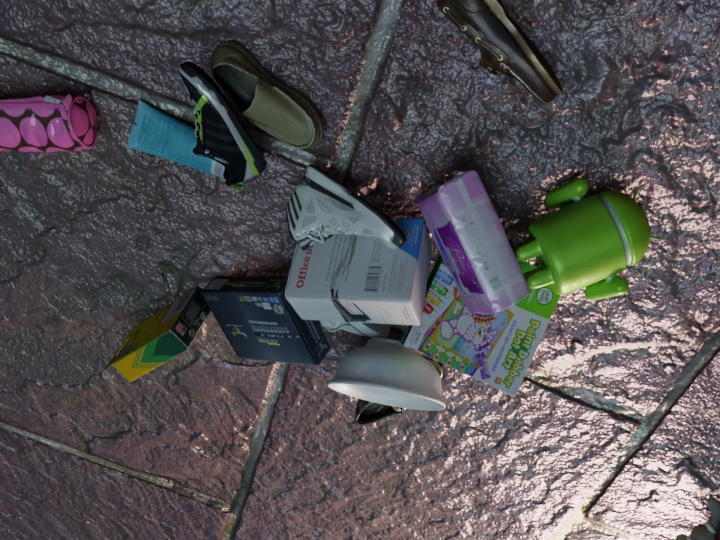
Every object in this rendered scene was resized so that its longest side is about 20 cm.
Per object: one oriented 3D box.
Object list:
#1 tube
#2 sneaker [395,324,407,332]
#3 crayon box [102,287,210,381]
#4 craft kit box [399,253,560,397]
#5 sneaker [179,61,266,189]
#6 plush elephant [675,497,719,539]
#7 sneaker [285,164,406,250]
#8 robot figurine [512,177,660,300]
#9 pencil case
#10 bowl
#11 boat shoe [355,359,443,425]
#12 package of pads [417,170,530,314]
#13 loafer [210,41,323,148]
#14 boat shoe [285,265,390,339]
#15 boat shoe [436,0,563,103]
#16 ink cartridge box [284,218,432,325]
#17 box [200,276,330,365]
[{"bbox_3d":[-0.265,-0.192,1.140,0.199,0.050,0.078,22,104,1],"label":"tube"},{"bbox_3d":[0.085,0.070,1.200,0.067,0.090,0.200,-47,111,-2],"label":"sneaker"},{"bbox_3d":[-0.368,0.123,1.334,0.199,0.127,0.051,-28,114,30],"label":"crayon box"},{"bbox_3d":[0.191,0.066,1.146,0.196,0.049,0.201,24,90,-7],"label":"craft kit box"},{"bbox_3d":[-0.210,-0.197,1.042,0.083,0.072,0.200,-33,125,0],"label":"sneaker"},{"bbox_3d":[0.679,0.495,1.339,0.154,0.164,0.201,22,98,42],"label":"plush elephant"},{"bbox_3d":[-0.031,-0.062,1.098,0.200,0.076,0.116,36,95,25],"label":"sneaker"},{"bbox_3d":[0.319,-0.040,1.044,0.199,0.116,0.177,-24,88,4],"label":"robot figurine"},{"bbox_3d":[-0.517,-0.235,1.146,0.198,0.091,0.094,-1,159,12],"label":"pencil case"},{"bbox_3d":[0.050,0.169,1.226,0.199,0.091,0.201,11,163,3],"label":"bowl"},{"bbox_3d":[0.069,0.231,1.340,0.073,0.065,0.200,42,123,-16],"label":"boat shoe"},{"bbox_3d":[0.161,-0.038,1.057,0.075,0.120,0.201,-26,92,-10],"label":"package of pads"},{"bbox_3d":[-0.142,-0.242,1.061,0.200,0.068,0.076,38,127,-11],"label":"loafer"},{"bbox_3d":[-0.049,0.072,1.254,0.201,0.075,0.086,31,125,-6],"label":"boat shoe"},{"bbox_3d":[0.181,-0.292,0.949,0.070,0.070,0.200,-37,101,24],"label":"boat shoe"},{"bbox_3d":[0.000,0.000,1.129,0.198,0.146,0.084,2,150,19],"label":"ink cartridge box"},{"bbox_3d":[-0.165,0.086,1.270,0.199,0.051,0.158,1,127,37],"label":"box"}]
